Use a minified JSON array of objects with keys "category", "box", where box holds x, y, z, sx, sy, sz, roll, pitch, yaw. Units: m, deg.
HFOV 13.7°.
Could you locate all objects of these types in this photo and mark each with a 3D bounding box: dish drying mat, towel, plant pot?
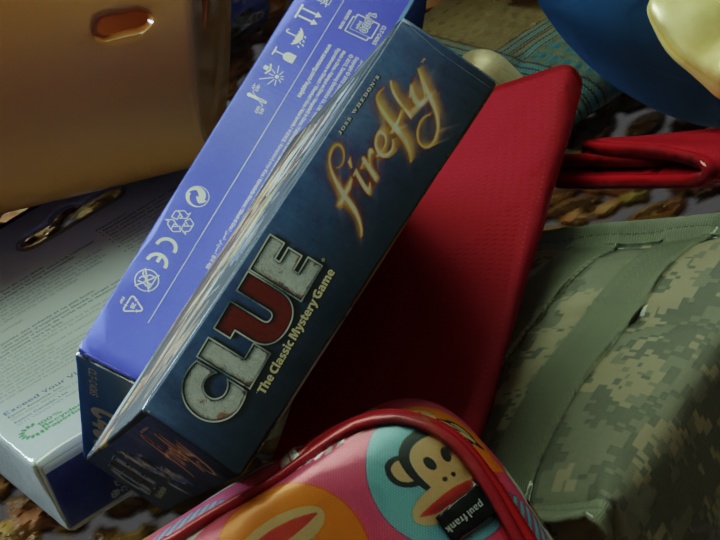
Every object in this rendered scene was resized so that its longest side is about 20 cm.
[{"category":"dish drying mat","box":[0.025,0.003,0.976,0.077,0.018,0.200,-15,32,26]},{"category":"towel","box":[0.070,-0.095,1.334,0.200,0.022,0.147,-34,32,-22]},{"category":"plant pot","box":[-0.131,-0.113,1.270,0.140,0.201,0.200,1,33,4]},{"category":"dish drying mat","box":[0.160,-0.045,1.080,0.200,0.018,0.077,-7,6,-43]}]

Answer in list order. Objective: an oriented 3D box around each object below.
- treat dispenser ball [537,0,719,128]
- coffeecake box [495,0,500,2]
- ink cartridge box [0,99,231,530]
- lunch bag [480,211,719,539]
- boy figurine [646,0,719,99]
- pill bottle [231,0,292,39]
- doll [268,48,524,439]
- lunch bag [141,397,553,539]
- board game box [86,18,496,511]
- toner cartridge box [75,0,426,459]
[{"category":"treat dispenser ball","box":[0.158,-0.156,1.193,0.200,0.201,0.201,-16,30,10]},{"category":"coffeecake box","box":[-0.024,-0.202,1.315,0.200,0.154,0.073,23,86,13]},{"category":"ink cartridge box","box":[-0.085,0.012,1.243,0.199,0.041,0.200,-31,30,-17]},{"category":"lunch bag","box":[0.047,0.068,0.996,0.200,0.118,0.164,-5,32,39]},{"category":"boy figurine","box":[0.202,-0.108,1.063,0.199,0.124,0.065,-10,52,-14]},{"category":"pill bottle","box":[-0.138,-0.132,1.439,0.200,0.112,0.112,-30,31,-13]},{"category":"doll","box":[0.000,0.000,1.098,0.136,0.048,0.200,-44,5,42]},{"category":"lunch bag","box":[-0.016,0.151,0.856,0.200,0.176,0.082,-32,0,3]},{"category":"board game box","box":[-0.027,0.005,0.921,0.136,0.035,0.200,-57,4,-12]},{"category":"toner cartridge box","box":[-0.039,-0.020,1.123,0.043,0.095,0.200,25,65,10]}]
